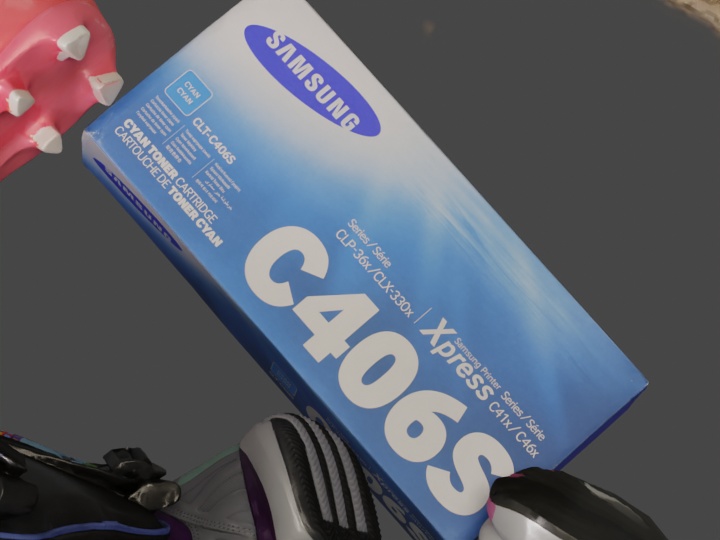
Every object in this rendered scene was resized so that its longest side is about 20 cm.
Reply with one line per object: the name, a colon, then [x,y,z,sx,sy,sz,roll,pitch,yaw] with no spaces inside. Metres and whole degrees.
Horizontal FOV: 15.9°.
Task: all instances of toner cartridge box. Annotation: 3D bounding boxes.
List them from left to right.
toner cartridge box: [0.000,0.000,0.920,0.095,0.043,0.200,-41,83,-15]

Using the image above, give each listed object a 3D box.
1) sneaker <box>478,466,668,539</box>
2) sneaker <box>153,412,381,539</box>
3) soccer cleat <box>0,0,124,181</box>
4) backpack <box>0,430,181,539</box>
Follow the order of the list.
sneaker: [0.116,0.145,0.889,0.200,0.080,0.087,28,106,-6]
sneaker: [-0.025,0.152,0.861,0.087,0.074,0.201,-25,61,22]
soccer cleat: [-0.173,-0.036,0.910,0.200,0.067,0.076,-42,52,-8]
backpack: [-0.179,0.101,0.812,0.199,0.183,0.135,12,88,13]
